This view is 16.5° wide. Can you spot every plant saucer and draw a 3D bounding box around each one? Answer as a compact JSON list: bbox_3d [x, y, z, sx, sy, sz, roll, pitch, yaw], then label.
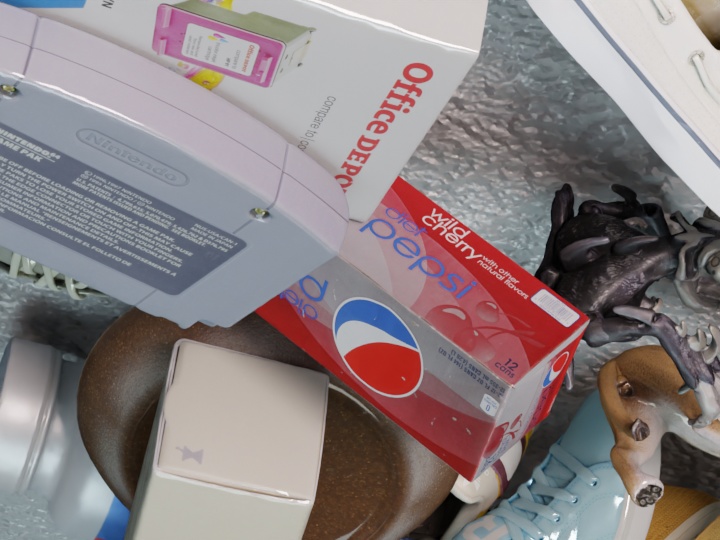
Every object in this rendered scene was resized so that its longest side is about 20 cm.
[{"bbox_3d":[-0.047,0.089,1.241,0.199,0.037,0.201,3,129,4],"label":"plant saucer"}]

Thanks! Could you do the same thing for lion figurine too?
[{"bbox_3d":[0.173,0.072,1.216,0.200,0.123,0.073,28,111,-40],"label":"lion figurine"}]

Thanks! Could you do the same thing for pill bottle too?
[{"bbox_3d":[-0.106,0.102,1.354,0.199,0.113,0.112,16,149,-11],"label":"pill bottle"}]

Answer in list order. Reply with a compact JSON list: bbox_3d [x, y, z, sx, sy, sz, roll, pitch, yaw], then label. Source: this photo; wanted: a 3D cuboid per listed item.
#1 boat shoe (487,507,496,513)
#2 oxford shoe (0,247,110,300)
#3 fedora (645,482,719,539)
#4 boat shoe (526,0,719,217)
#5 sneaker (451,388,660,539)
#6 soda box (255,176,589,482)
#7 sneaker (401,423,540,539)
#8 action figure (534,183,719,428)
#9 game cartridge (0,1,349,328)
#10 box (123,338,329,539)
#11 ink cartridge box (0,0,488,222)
[{"bbox_3d":[0.078,0.171,1.427,0.059,0.072,0.200,9,171,12],"label":"boat shoe"},{"bbox_3d":[-0.147,-0.017,1.221,0.199,0.058,0.075,12,151,-3],"label":"oxford shoe"},{"bbox_3d":[0.155,0.169,1.373,0.082,0.200,0.201,39,156,20],"label":"fedora"},{"bbox_3d":[0.152,-0.088,1.005,0.086,0.075,0.202,-36,112,23],"label":"boat shoe"},{"bbox_3d":[0.088,0.145,1.284,0.082,0.201,0.074,22,-178,-32],"label":"sneaker"},{"bbox_3d":[0.000,0.000,1.102,0.200,0.063,0.070,38,138,18],"label":"soda box"},{"bbox_3d":[0.022,0.127,1.365,0.075,0.090,0.200,36,141,-2],"label":"sneaker"},{"bbox_3d":[0.153,0.011,1.133,0.199,0.119,0.102,-11,135,20],"label":"action figure"},{"bbox_3d":[-0.111,-0.043,1.027,0.199,0.042,0.133,26,142,-24],"label":"game cartridge"},{"bbox_3d":[-0.077,0.140,1.204,0.077,0.095,0.201,13,131,-6],"label":"box"},{"bbox_3d":[-0.059,-0.112,1.013,0.199,0.085,0.145,16,149,-12],"label":"ink cartridge box"}]
